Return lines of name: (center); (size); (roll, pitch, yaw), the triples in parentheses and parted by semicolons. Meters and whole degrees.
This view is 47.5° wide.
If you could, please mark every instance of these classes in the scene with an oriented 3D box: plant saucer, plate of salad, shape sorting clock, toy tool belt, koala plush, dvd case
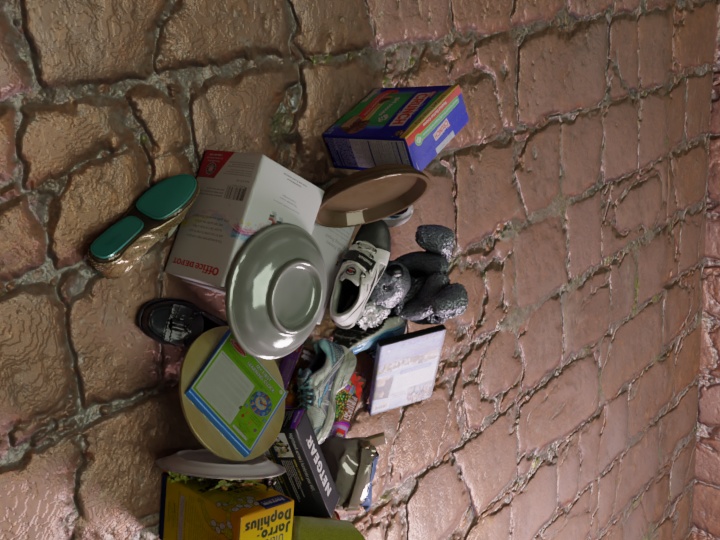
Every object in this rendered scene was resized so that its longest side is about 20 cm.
plant saucer: (-0.113, 0.448, 1.397); (0.199, 0.198, 0.049); (25, 61, -47)
plate of salad: (-0.211, 0.305, 1.236); (0.198, 0.198, 0.049); (11, 82, -48)
plant saucer: (0.017, -0.121, 1.320); (0.198, 0.199, 0.030); (0, 69, -48)
shape sorting clock: (-0.190, 0.184, 1.229); (0.198, 0.039, 0.204); (20, 62, -41)
toy tool belt: (-0.014, 0.393, 1.508); (0.121, 0.125, 0.203); (-5, 116, -32)
plant saucer: (-0.107, 0.035, 1.193); (0.198, 0.050, 0.204); (-15, 110, -46)
koala plush: (0.066, 0.029, 1.506); (0.197, 0.184, 0.180); (-4, 69, -23)
dvd case: (0.088, 0.194, 1.586); (0.140, 0.018, 0.202); (-13, 134, -22)

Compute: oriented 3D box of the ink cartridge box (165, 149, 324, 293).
ink cartridge box: (-0.175, -0.059, 1.242); (0.144, 0.144, 0.203); (27, 79, -48)

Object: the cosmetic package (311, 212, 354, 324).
cosmetic package: (-0.088, -0.020, 1.403); (0.101, 0.073, 0.203); (28, 76, -47)

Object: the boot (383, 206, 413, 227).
boot: (0.056, -0.113, 1.525); (0.198, 0.095, 0.075); (-2, 100, -48)

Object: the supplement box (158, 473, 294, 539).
supplement box: (-0.209, 0.383, 1.258); (0.108, 0.198, 0.112); (-3, 101, -47)

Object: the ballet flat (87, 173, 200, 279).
ballet flat: (-0.306, -0.061, 1.169); (0.200, 0.070, 0.066); (-44, 155, -30)

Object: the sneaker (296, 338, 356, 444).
sneaker: (-0.084, 0.212, 1.410); (0.086, 0.077, 0.203); (36, 65, -33)

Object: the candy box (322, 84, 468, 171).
candy box: (0.061, -0.247, 1.424); (0.169, 0.198, 0.078); (-46, 129, -31)

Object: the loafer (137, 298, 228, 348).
loafer: (-0.245, 0.091, 1.256); (0.199, 0.062, 0.073); (24, 79, -48)

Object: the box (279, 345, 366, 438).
box: (-0.080, 0.229, 1.488); (0.199, 0.039, 0.139); (34, 74, -46)

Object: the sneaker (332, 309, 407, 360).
sneaker: (0.026, 0.136, 1.561); (0.198, 0.078, 0.092); (-18, 115, -44)

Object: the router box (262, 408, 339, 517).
router box: (-0.134, 0.323, 1.363); (0.051, 0.147, 0.203); (-61, 140, -52)

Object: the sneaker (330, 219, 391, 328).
sneaker: (0.000, 0.000, 1.402); (0.089, 0.073, 0.203); (55, 53, -78)
